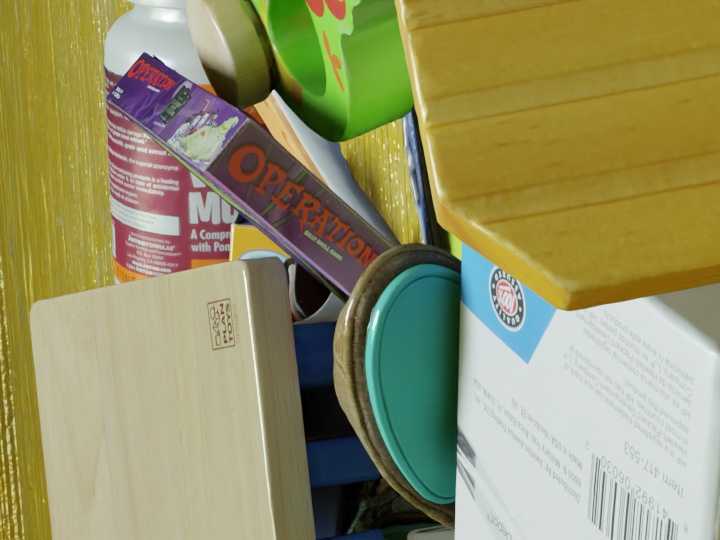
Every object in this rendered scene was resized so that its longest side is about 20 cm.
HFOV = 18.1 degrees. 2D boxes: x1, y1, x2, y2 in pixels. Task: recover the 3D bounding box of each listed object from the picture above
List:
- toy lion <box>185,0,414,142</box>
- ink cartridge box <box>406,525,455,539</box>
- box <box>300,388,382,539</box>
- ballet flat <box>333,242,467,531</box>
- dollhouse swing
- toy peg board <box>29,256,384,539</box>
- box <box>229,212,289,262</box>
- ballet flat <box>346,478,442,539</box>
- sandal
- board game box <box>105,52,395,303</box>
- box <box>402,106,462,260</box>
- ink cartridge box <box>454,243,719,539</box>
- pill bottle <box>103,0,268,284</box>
[{"bbox_3d":[-0.021,-0.132,0.753,0.192,0.068,0.201,-136,27,-59],"label":"toy lion"},{"bbox_3d":[0.057,0.207,0.871,0.201,0.085,0.148,100,159,-49],"label":"ink cartridge box"},{"bbox_3d":[-0.011,0.092,1.073,0.122,0.032,0.201,-69,-12,-47],"label":"box"},{"bbox_3d":[0.036,0.052,0.762,0.072,0.068,0.200,34,171,49],"label":"ballet flat"},{"bbox_3d":[0.104,-0.105,0.414,0.182,0.174,0.202,124,139,-67],"label":"dollhouse swing"},{"bbox_3d":[-0.041,0.101,0.906,0.199,0.097,0.202,-10,86,58],"label":"toy peg board"},{"bbox_3d":[-0.038,0.044,1.133,0.119,0.041,0.202,-47,-36,-75],"label":"box"},{"bbox_3d":[0.034,0.099,0.961,0.200,0.074,0.075,137,125,-67],"label":"ballet flat"},{"bbox_3d":[-0.017,-0.007,0.965,0.207,0.059,0.079,57,176,-18],"label":"sandal"},{"bbox_3d":[0.000,0.000,0.840,0.200,0.032,0.120,41,-179,-28],"label":"board game box"},{"bbox_3d":[0.044,-0.053,0.825,0.200,0.047,0.123,111,151,-87],"label":"box"},{"bbox_3d":[0.092,0.079,0.665,0.146,0.085,0.202,-138,42,-56],"label":"ink cartridge box"},{"bbox_3d":[-0.084,-0.083,1.233,0.110,0.109,0.202,-131,38,-65],"label":"pill bottle"}]
